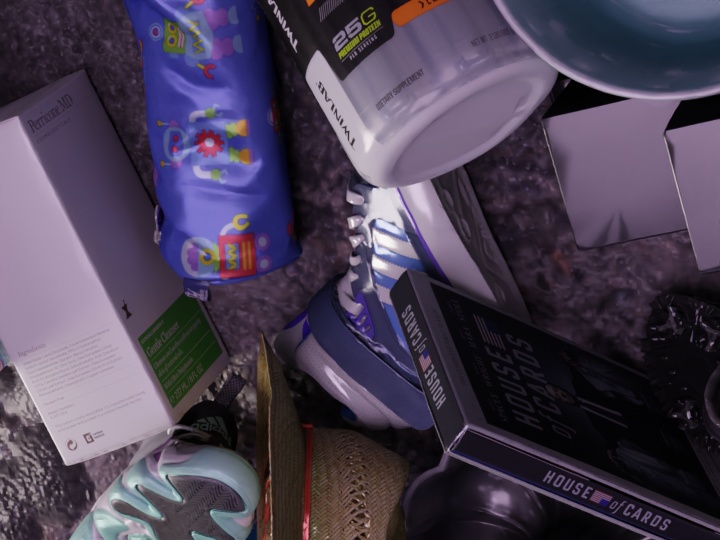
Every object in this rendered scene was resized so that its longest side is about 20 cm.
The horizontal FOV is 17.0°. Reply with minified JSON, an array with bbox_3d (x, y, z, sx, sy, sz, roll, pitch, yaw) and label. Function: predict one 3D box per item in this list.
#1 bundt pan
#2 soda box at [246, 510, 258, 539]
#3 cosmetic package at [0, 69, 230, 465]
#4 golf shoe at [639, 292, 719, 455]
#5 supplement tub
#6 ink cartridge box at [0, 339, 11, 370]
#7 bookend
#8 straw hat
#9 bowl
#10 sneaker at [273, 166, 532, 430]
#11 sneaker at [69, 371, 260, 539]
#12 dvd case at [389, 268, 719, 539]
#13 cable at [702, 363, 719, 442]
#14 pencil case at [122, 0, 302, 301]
[{"bbox_3d":[0.120,0.177,1.394,0.200,0.076,0.204,7,105,27],"label":"bundt pan"},{"bbox_3d":[-0.028,0.238,1.482,0.200,0.068,0.064,42,116,-1],"label":"soda box"},{"bbox_3d":[-0.168,-0.002,1.416,0.084,0.108,0.201,-20,104,23],"label":"cosmetic package"},{"bbox_3d":[0.243,0.071,1.312,0.200,0.094,0.078,34,121,35],"label":"golf shoe"},{"bbox_3d":[0.007,-0.155,1.270,0.122,0.122,0.201,-39,73,26],"label":"supplement tub"},{"bbox_3d":[-0.301,0.025,1.417,0.144,0.200,0.145,-21,105,24],"label":"ink cartridge box"},{"bbox_3d":[0.180,-0.053,1.234,0.197,0.200,0.093,-12,106,20],"label":"bookend"},{"bbox_3d":[-0.014,0.132,1.364,0.084,0.201,0.203,-1,111,-4],"label":"straw hat"},{"bbox_3d":[0.162,-0.184,1.226,0.199,0.105,0.203,0,92,14],"label":"bowl"},{"bbox_3d":[0.000,0.000,1.376,0.146,0.081,0.201,-22,107,19],"label":"sneaker"},{"bbox_3d":[-0.096,0.110,1.417,0.078,0.140,0.200,41,143,-12],"label":"sneaker"},{"bbox_3d":[0.115,0.080,1.288,0.199,0.151,0.025,24,113,-25],"label":"dvd case"},{"bbox_3d":[0.240,0.010,1.259,0.097,0.199,0.051,43,149,26],"label":"cable"},{"bbox_3d":[-0.087,-0.089,1.372,0.086,0.078,0.202,-5,108,8],"label":"pencil case"}]
